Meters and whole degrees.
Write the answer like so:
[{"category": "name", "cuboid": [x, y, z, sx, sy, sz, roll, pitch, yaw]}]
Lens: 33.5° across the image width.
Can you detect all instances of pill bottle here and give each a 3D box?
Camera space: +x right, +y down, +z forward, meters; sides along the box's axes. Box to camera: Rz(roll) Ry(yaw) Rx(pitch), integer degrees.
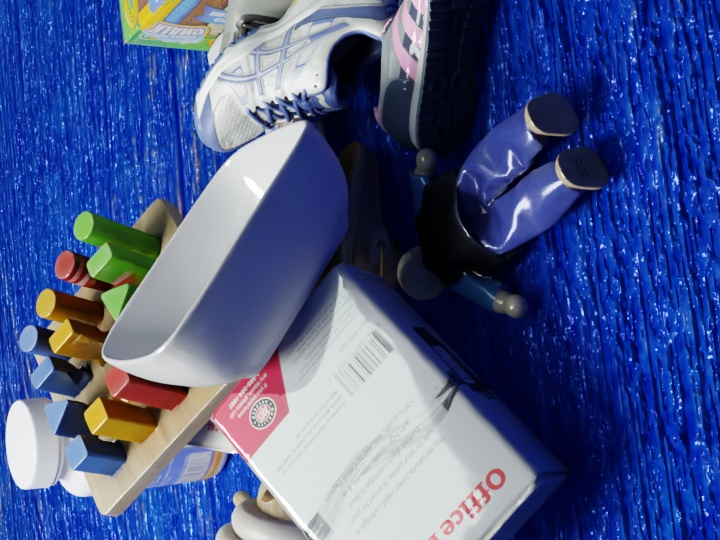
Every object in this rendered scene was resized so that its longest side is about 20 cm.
[{"category": "pill bottle", "cuboid": [-0.235, 0.158, 1.163, 0.112, 0.198, 0.114, 3, 94, 55]}]

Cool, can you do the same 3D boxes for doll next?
[{"category": "doll", "cuboid": [0.083, -0.031, 0.820, 0.200, 0.048, 0.138, -41, 72, 49]}]

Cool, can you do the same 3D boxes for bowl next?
[{"category": "bowl", "cuboid": [-0.088, -0.001, 0.847, 0.201, 0.074, 0.199, -60, 20, -16]}]

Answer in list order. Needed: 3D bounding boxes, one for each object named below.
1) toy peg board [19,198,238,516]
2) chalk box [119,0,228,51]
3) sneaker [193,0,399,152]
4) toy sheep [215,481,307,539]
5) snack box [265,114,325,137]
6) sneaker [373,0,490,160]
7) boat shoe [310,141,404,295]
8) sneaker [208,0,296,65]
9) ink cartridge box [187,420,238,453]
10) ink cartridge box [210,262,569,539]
[{"category": "toy peg board", "cuboid": [-0.216, 0.063, 1.015, 0.199, 0.097, 0.201, -46, 53, 16]}, {"category": "chalk box", "cuboid": [-0.145, -0.276, 1.077, 0.199, 0.123, 0.126, -26, 70, 53]}, {"category": "sneaker", "cuboid": [-0.051, -0.152, 0.941, 0.200, 0.075, 0.089, -41, 59, 20]}, {"category": "toy sheep", "cuboid": [-0.069, 0.257, 0.993, 0.137, 0.137, 0.203, 12, 98, 54]}, {"category": "snack box", "cuboid": [-0.051, -0.086, 0.987, 0.201, 0.024, 0.072, -99, 30, -43]}, {"category": "sneaker", "cuboid": [0.046, -0.186, 0.849, 0.082, 0.070, 0.202, 30, 115, 47]}, {"category": "boat shoe", "cuboid": [0.000, 0.000, 0.935, 0.072, 0.064, 0.203, 148, 129, -62]}, {"category": "sneaker", "cuboid": [-0.085, -0.187, 1.010, 0.200, 0.073, 0.080, 126, 149, -64]}, {"category": "ink cartridge box", "cuboid": [-0.115, 0.055, 1.084, 0.146, 0.082, 0.203, -2, 89, 55]}, {"category": "ink cartridge box", "cuboid": [0.019, 0.118, 0.807, 0.146, 0.083, 0.200, -48, 67, 10]}]
